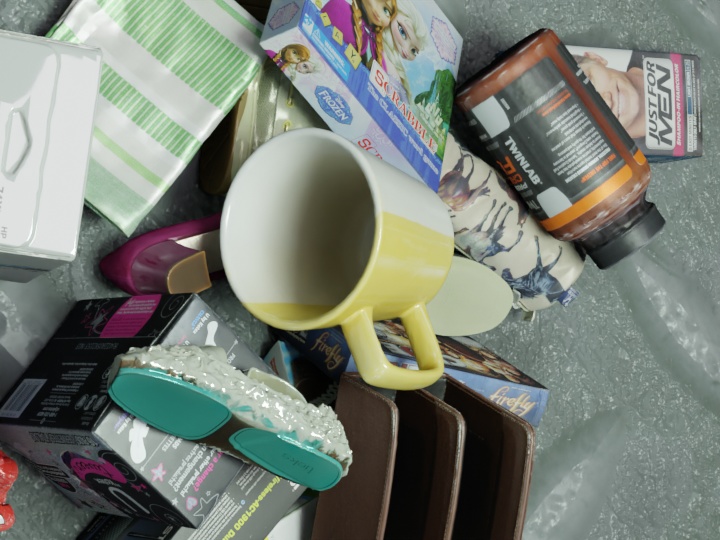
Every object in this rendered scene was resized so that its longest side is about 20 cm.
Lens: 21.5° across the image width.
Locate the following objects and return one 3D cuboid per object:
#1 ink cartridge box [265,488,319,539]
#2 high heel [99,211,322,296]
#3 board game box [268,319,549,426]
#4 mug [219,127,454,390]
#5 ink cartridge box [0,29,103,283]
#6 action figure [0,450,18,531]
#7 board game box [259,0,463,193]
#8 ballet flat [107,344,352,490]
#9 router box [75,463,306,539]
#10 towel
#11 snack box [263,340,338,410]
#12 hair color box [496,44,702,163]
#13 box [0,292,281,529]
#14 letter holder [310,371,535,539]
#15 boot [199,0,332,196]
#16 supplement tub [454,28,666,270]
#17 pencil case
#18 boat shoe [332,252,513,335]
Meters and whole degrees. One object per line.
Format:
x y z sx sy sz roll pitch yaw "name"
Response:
-0.015 0.238 1.564 0.200 0.076 0.148 -29 104 -29 "ink cartridge box"
-0.109 -0.027 1.515 0.200 0.096 0.068 -17 111 -41 "high heel"
0.041 0.074 1.572 0.200 0.135 0.035 14 101 -33 "board game box"
-0.006 -0.006 1.458 0.153 0.149 0.187 10 84 -56 "mug"
-0.274 -0.079 1.317 0.146 0.200 0.147 9 82 -18 "ink cartridge box"
-0.318 0.114 1.378 0.099 0.065 0.200 -36 106 -38 "action figure"
0.007 -0.187 1.549 0.200 0.041 0.200 48 36 -34 "board game box"
-0.090 0.090 1.299 0.200 0.072 0.072 30 72 -31 "ballet flat"
-0.132 0.188 1.445 0.062 0.150 0.200 50 63 -20 "router box"
-0.177 -0.150 1.467 0.152 0.023 0.200 39 76 -6 "towel"
0.019 0.130 1.578 0.200 0.037 0.116 14 41 -32 "snack box"
0.223 -0.152 1.748 0.200 0.060 0.100 -1 88 -33 "hair color box"
-0.165 0.103 1.397 0.115 0.200 0.132 45 66 -22 "box"
0.044 0.193 1.444 0.100 0.142 0.201 2 105 -33 "letter holder"
-0.041 -0.143 1.568 0.154 0.072 0.201 16 84 -31 "boot"
0.176 -0.100 1.619 0.107 0.107 0.200 -39 95 -28 "supplement tub"
0.109 -0.040 1.657 0.200 0.078 0.090 36 72 -27 "pencil case"
0.039 0.007 1.611 0.201 0.063 0.074 9 111 -29 "boat shoe"
